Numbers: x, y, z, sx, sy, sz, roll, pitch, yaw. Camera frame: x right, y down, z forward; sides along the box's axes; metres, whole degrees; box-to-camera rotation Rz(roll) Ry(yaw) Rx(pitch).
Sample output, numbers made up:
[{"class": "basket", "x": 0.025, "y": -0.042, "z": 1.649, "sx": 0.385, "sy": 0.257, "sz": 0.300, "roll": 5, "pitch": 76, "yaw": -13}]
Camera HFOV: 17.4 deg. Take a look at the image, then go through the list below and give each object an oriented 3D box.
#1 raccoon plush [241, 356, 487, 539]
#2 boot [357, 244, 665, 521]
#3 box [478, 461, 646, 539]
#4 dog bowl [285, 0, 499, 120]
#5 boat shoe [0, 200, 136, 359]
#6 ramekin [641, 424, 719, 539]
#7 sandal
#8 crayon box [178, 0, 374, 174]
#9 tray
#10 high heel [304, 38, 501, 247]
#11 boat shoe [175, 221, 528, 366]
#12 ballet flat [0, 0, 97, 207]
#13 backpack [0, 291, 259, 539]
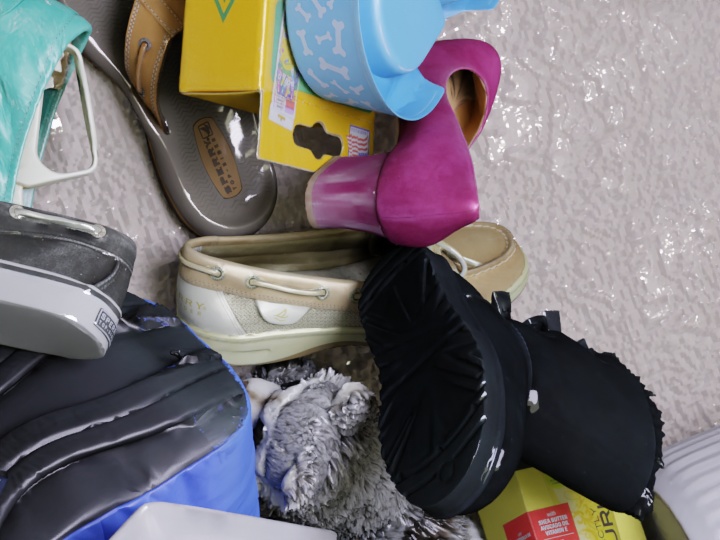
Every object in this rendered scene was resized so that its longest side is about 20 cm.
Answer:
[{"class": "raccoon plush", "x": 0.013, "y": 0.104, "z": 1.231, "sx": 0.200, "sy": 0.134, "sz": 0.097, "roll": 17, "pitch": 84, "yaw": -24}, {"class": "boot", "x": 0.084, "y": 0.077, "z": 1.173, "sx": 0.162, "sy": 0.198, "sz": 0.073, "roll": 33, "pitch": 112, "yaw": -27}, {"class": "box", "x": 0.115, "y": 0.154, "z": 1.285, "sx": 0.075, "sy": 0.050, "sz": 0.200, "roll": -7, "pitch": 73, "yaw": -31}, {"class": "dog bowl", "x": 0.021, "y": -0.159, "z": 1.212, "sx": 0.200, "sy": 0.049, "sz": 0.112, "roll": -59, "pitch": 140, "yaw": -43}, {"class": "boat shoe", "x": -0.204, "y": -0.014, "z": 1.100, "sx": 0.200, "sy": 0.071, "sz": 0.064, "roll": 16, "pitch": 65, "yaw": 0}, {"class": "ramekin", "x": 0.216, "y": 0.178, "z": 1.297, "sx": 0.105, "sy": 0.200, "sz": 0.201, "roll": -13, "pitch": 96, "yaw": -14}, {"class": "sandal", "x": -0.097, "y": -0.105, "z": 1.221, "sx": 0.082, "sy": 0.055, "sz": 0.200, "roll": -28, "pitch": 102, "yaw": -21}, {"class": "crayon box", "x": -0.037, "y": -0.149, "z": 1.210, "sx": 0.126, "sy": 0.051, "sz": 0.200, "roll": 11, "pitch": 82, "yaw": -62}, {"class": "tray", "x": -0.081, "y": 0.160, "z": 1.107, "sx": 0.107, "sy": 0.200, "sz": 0.022, "roll": -46, "pitch": 66, "yaw": 10}, {"class": "high heel", "x": 0.055, "y": -0.072, "z": 1.230, "sx": 0.200, "sy": 0.096, "sz": 0.067, "roll": -39, "pitch": 126, "yaw": -54}, {"class": "boat shoe", "x": -0.002, "y": -0.001, "z": 1.251, "sx": 0.200, "sy": 0.073, "sz": 0.063, "roll": -8, "pitch": 125, "yaw": -17}, {"class": "ballet flat", "x": -0.170, "y": -0.041, "z": 1.178, "sx": 0.070, "sy": 0.067, "sz": 0.200, "roll": 9, "pitch": 86, "yaw": 3}, {"class": "backpack", "x": -0.152, "y": 0.112, "z": 1.145, "sx": 0.200, "sy": 0.162, "sz": 0.168, "roll": -33, "pitch": 144, "yaw": -24}]
